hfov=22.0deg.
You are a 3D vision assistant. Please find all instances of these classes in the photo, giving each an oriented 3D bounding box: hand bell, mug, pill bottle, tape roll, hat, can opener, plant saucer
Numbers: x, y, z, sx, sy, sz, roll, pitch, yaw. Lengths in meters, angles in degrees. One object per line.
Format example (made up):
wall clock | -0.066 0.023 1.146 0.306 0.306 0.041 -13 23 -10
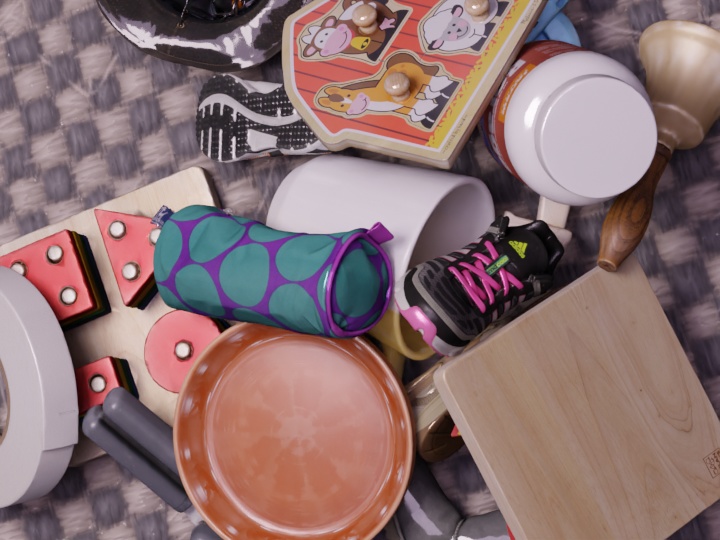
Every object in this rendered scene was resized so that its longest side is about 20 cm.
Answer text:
hand bell | 0.228 -0.084 1.437 0.103 0.104 0.201 22 67 12
mug | -0.001 -0.008 1.489 0.152 0.149 0.188 20 77 27
pill bottle | 0.155 -0.110 1.376 0.111 0.200 0.113 -1 100 -6
tape roll | -0.307 0.097 1.541 0.202 0.037 0.205 11 105 45
hat | -0.126 -0.261 1.575 0.199 0.081 0.203 0 91 6
can opener | -0.144 0.181 1.509 0.053 0.067 0.200 -40 110 22
plant saucer | -0.051 0.132 1.467 0.198 0.032 0.202 1 95 15

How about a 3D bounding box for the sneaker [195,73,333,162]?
sneaker | -0.063 -0.122 1.529 0.199 0.080 0.074 10 96 49

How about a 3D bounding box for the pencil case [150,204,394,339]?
pencil case | -0.070 -0.002 1.422 0.199 0.085 0.093 11 66 40

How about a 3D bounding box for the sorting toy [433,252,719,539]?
sorting toy | 0.165 0.122 1.413 0.198 0.069 0.201 -30 95 -27

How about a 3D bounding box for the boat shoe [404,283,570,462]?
boat shoe | 0.106 0.068 1.488 0.199 0.072 0.064 -36 48 -16

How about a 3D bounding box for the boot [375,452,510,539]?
boot | 0.121 0.197 1.485 0.198 0.073 0.184 -14 90 15

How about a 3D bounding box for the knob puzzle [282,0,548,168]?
knob puzzle | 0.021 -0.176 1.421 0.218 0.031 0.221 -11 52 14

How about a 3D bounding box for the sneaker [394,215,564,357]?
sneaker | 0.095 0.003 1.396 0.087 0.200 0.074 -42 80 28

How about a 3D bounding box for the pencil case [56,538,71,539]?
pencil case | -0.171 0.281 1.499 0.198 0.083 0.091 13 126 14

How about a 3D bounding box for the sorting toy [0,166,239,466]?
sorting toy | -0.196 0.037 1.557 0.197 0.070 0.202 -21 81 9

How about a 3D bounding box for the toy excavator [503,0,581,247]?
toy excavator | 0.137 -0.139 1.507 0.200 0.100 0.195 41 94 3
